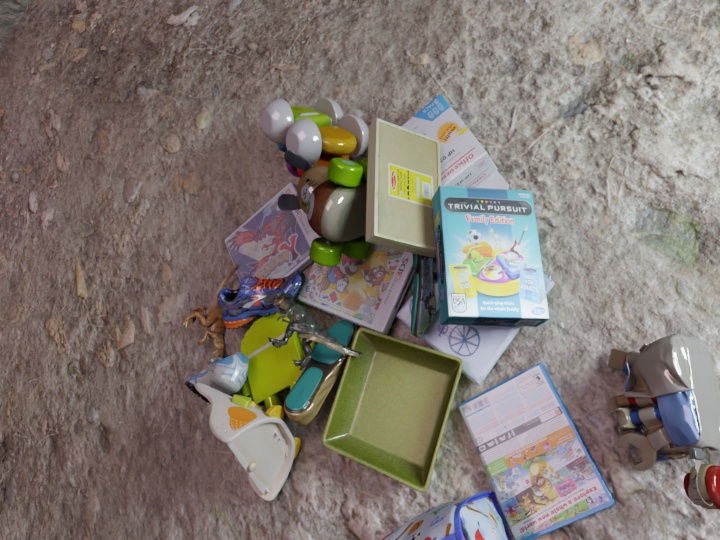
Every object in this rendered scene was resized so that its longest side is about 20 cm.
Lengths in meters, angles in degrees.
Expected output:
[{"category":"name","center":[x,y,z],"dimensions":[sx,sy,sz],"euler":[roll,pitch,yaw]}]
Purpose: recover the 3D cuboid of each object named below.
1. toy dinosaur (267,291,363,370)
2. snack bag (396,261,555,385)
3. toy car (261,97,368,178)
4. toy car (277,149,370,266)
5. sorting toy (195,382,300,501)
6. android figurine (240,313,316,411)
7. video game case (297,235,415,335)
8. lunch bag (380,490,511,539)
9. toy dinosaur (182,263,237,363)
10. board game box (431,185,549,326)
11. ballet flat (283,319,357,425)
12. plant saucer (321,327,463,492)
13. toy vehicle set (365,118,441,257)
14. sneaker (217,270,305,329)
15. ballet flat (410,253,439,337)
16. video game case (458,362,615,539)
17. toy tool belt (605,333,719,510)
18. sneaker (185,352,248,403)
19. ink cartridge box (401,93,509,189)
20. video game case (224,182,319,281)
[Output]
[{"category":"toy dinosaur","center":[-0.097,0.110,0.931],"dimensions":[0.199,0.048,0.088],"euler":[35,72,25]},{"category":"snack bag","center":[0.177,0.047,0.885],"dimensions":[0.188,0.021,0.201],"euler":[37,91,33]},{"category":"toy car","center":[-0.092,-0.243,1.082],"dimensions":[0.200,0.173,0.152],"euler":[41,132,33]},{"category":"toy car","center":[-0.071,-0.128,0.950],"dimensions":[0.198,0.157,0.167],"euler":[28,115,29]},{"category":"sorting toy","center":[-0.209,0.266,0.955],"dimensions":[0.178,0.202,0.107],"euler":[23,54,35]},{"category":"android figurine","center":[-0.156,0.166,1.028],"dimensions":[0.181,0.041,0.202],"euler":[-33,60,17]},{"category":"video game case","center":[0.000,0.000,0.993],"dimensions":[0.198,0.023,0.184],"euler":[18,76,34]},{"category":"lunch bag","center":[0.099,0.374,0.710],"dimensions":[0.169,0.200,0.125],"euler":[-34,59,14]},{"category":"toy dinosaur","center":[-0.303,0.090,1.143],"dimensions":[0.104,0.060,0.204],"euler":[0,77,5]},{"category":"board game box","center":[0.188,-0.022,0.820],"dimensions":[0.148,0.047,0.204],"euler":[2,70,-8]},{"category":"ballet flat","center":[-0.064,0.174,0.952],"dimensions":[0.068,0.064,0.201],"euler":[16,54,31]},{"category":"plant saucer","center":[0.055,0.215,0.882],"dimensions":[0.197,0.048,0.203],"euler":[13,80,33]},{"category":"toy vehicle set","center":[0.070,-0.129,0.864],"dimensions":[0.026,0.122,0.204],"euler":[-33,50,56]},{"category":"sneaker","center":[-0.191,0.044,1.040],"dimensions":[0.198,0.079,0.076],"euler":[-24,18,18]},{"category":"ballet flat","center":[0.114,0.007,0.887],"dimensions":[0.073,0.074,0.204],"euler":[-7,72,28]},{"category":"video game case","center":[0.239,0.253,0.779],"dimensions":[0.142,0.018,0.202],"euler":[-31,60,17]},{"category":"toy tool belt","center":[0.371,0.184,0.681],"dimensions":[0.123,0.123,0.203],"euler":[-33,50,53]},{"category":"sneaker","center":[-0.271,0.204,1.054],"dimensions":[0.199,0.072,0.073],"euler":[-25,27,46]},{"category":"ink cartridge box","center":[0.152,-0.190,0.953],"dimensions":[0.115,0.068,0.202],"euler":[-38,59,14]},{"category":"video game case","center":[-0.177,-0.053,1.128],"dimensions":[0.199,0.023,0.184],"euler":[-38,58,14]}]
